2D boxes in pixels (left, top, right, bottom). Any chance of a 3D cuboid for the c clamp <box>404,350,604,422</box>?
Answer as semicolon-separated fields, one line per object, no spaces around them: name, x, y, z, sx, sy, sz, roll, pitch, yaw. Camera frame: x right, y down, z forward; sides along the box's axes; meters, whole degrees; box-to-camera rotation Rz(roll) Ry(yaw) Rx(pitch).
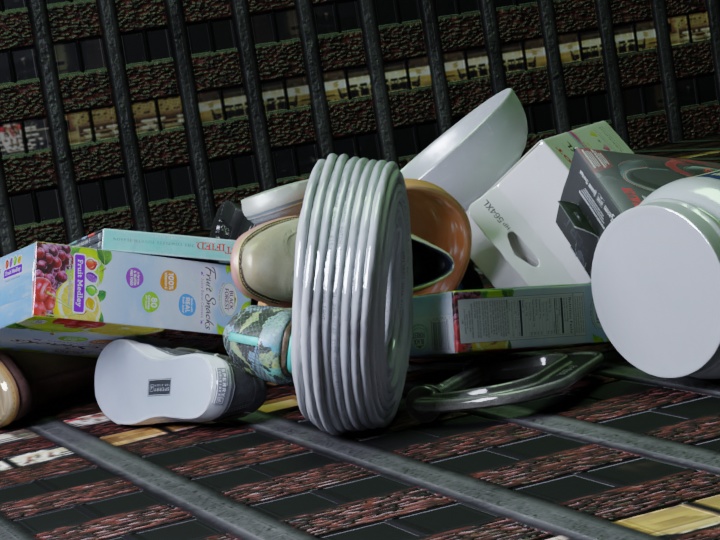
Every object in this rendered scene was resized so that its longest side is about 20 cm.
c clamp;0.092;0.085;1.518;0.170;0.027;0.200;-7;4;16

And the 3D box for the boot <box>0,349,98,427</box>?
boot;-0.267;0.085;1.822;0.166;0.073;0.200;-9;8;-20

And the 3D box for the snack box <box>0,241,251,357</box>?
snack box;-0.216;0.030;1.715;0.199;0.068;0.168;9;-14;-33

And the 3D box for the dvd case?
dvd case;-0.173;-0.012;1.762;0.145;0.022;0.200;5;-5;-20

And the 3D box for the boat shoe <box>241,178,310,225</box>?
boat shoe;-0.037;-0.037;1.742;0.070;0.072;0.201;-16;-6;21

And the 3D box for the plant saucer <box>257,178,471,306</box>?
plant saucer;0.000;0.000;1.719;0.199;0.201;0.037;-12;45;-27

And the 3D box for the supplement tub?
supplement tub;0.277;-0.003;1.480;0.200;0.146;0.145;-14;8;-41

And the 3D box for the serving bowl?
serving bowl;0.082;-0.080;1.890;0.200;0.066;0.200;-41;6;6

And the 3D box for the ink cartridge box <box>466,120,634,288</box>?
ink cartridge box;0.186;-0.038;1.832;0.125;0.129;0.200;-45;-10;25

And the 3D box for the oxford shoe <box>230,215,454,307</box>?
oxford shoe;-0.012;-0.010;1.596;0.200;0.071;0.074;-5;1;-43

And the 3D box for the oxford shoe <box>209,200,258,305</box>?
oxford shoe;-0.071;-0.008;1.826;0.084;0.073;0.200;17;17;-21

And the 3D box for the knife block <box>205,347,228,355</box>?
knife block;-0.154;0.045;1.848;0.199;0.064;0.176;8;7;0

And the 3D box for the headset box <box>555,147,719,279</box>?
headset box;0.258;-0.031;1.664;0.199;0.075;0.149;6;26;-15

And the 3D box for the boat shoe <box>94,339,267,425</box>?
boat shoe;-0.143;0.091;1.640;0.066;0.070;0.200;9;-9;-35

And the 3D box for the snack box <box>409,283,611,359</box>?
snack box;0.093;0.042;1.640;0.142;0.053;0.200;-2;-3;-25

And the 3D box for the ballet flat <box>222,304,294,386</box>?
ballet flat;-0.055;0.058;1.594;0.074;0.075;0.200;-7;-11;14

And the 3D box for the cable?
cable;-0.005;0.018;1.465;0.069;0.201;0.200;4;7;8

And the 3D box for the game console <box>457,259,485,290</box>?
game console;0.037;0.004;1.902;0.199;0.119;0.172;-12;4;-23
